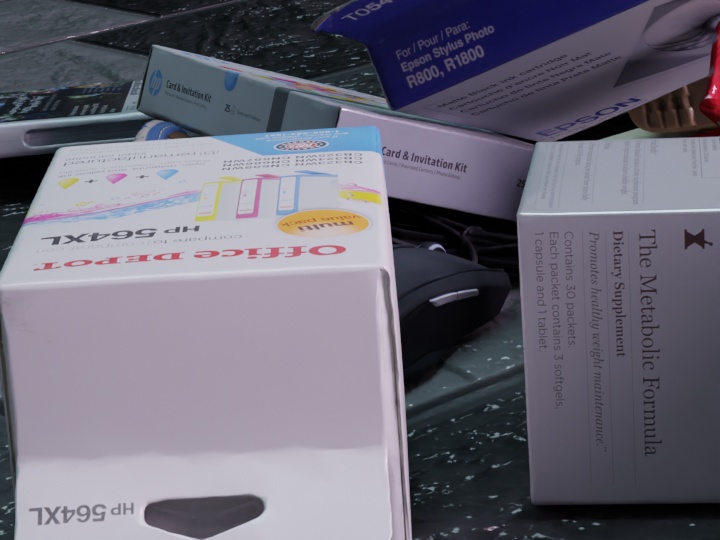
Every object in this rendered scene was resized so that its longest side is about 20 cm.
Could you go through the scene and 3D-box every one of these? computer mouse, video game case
[{"bbox_3d":[0.000,0.000,0.990,0.140,0.046,0.200,10,23,35],"label":"computer mouse"},{"bbox_3d":[-0.148,-0.093,1.312,0.182,0.023,0.200,-5,11,-3],"label":"video game case"}]

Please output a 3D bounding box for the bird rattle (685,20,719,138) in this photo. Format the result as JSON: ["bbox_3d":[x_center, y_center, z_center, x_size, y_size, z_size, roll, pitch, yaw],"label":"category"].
[{"bbox_3d":[0.203,-0.019,0.946,0.163,0.113,0.200,23,28,10],"label":"bird rattle"}]

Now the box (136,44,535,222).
[{"bbox_3d":[-0.001,-0.069,1.133,0.156,0.041,0.200,10,7,-33],"label":"box"}]

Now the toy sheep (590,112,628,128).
[{"bbox_3d":[0.120,-0.146,1.277,0.200,0.138,0.138,-29,29,-35],"label":"toy sheep"}]

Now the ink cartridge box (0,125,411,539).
[{"bbox_3d":[-0.048,0.037,0.761,0.129,0.125,0.200,-4,17,0],"label":"ink cartridge box"}]

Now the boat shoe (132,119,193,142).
[{"bbox_3d":[-0.085,-0.020,1.054,0.072,0.072,0.200,13,17,2],"label":"boat shoe"}]

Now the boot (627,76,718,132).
[{"bbox_3d":[0.253,-0.108,1.139,0.200,0.072,0.166,5,22,37],"label":"boot"}]

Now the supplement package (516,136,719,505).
[{"bbox_3d":[0.162,0.014,0.801,0.200,0.114,0.110,-2,17,9],"label":"supplement package"}]

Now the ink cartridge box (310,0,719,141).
[{"bbox_3d":[0.112,-0.117,1.009,0.200,0.041,0.200,-22,-16,32],"label":"ink cartridge box"}]

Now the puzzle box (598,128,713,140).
[{"bbox_3d":[0.196,-0.041,1.106,0.133,0.025,0.200,-16,22,-34],"label":"puzzle box"}]
